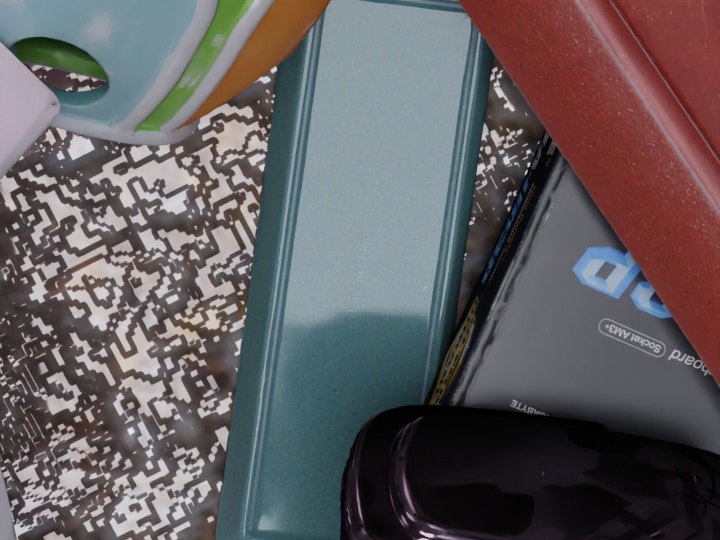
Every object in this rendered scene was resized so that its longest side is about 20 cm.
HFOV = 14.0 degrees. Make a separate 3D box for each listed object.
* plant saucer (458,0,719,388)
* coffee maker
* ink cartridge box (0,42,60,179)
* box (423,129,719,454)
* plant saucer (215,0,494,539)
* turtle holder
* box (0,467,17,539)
[{"bbox_3d":[0.153,-0.080,0.901,0.200,0.037,0.200,-35,94,-12],"label":"plant saucer"},{"bbox_3d":[0.027,0.153,0.874,0.192,0.135,0.200,-3,113,-22],"label":"coffee maker"},{"bbox_3d":[-0.192,-0.031,0.872,0.116,0.200,0.068,45,50,-11],"label":"ink cartridge box"},{"bbox_3d":[0.140,0.019,0.945,0.200,0.046,0.159,24,91,-9],"label":"box"},{"bbox_3d":[0.000,0.000,0.951,0.070,0.019,0.200,7,99,-7],"label":"plant saucer"},{"bbox_3d":[-0.090,-0.114,0.858,0.185,0.141,0.132,7,111,-21],"label":"turtle holder"},{"bbox_3d":[-0.209,0.071,0.843,0.200,0.097,0.124,7,124,29],"label":"box"}]
